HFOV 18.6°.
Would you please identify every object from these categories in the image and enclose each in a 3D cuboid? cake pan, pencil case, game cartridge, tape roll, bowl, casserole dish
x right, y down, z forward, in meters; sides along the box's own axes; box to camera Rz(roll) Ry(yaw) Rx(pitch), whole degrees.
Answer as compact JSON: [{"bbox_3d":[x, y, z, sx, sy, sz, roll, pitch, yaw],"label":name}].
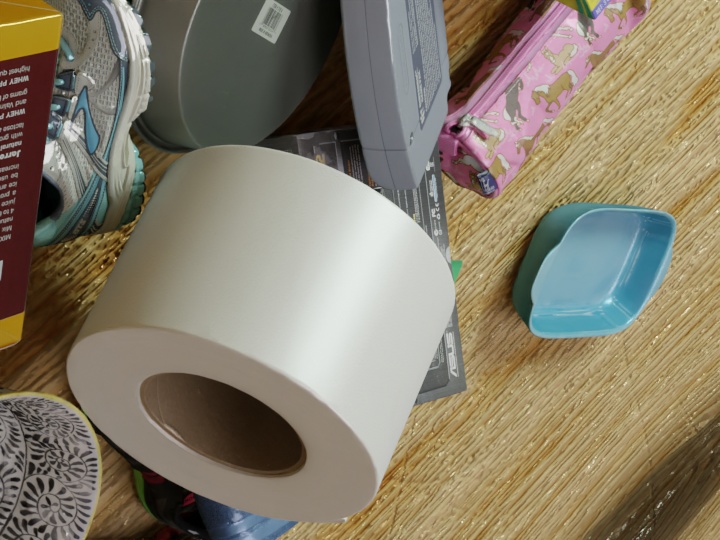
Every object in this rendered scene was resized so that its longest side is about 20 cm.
[{"bbox_3d":[-0.070,-0.158,1.367,0.200,0.037,0.201,-43,148,-35],"label":"cake pan"},{"bbox_3d":[0.126,-0.147,1.613,0.083,0.086,0.200,45,78,-24],"label":"pencil case"},{"bbox_3d":[0.023,-0.161,1.440,0.133,0.041,0.200,-73,160,-52],"label":"game cartridge"},{"bbox_3d":[-0.058,0.040,1.327,0.203,0.202,0.139,69,37,-51],"label":"tape roll"},{"bbox_3d":[-0.264,0.140,1.345,0.201,0.094,0.201,-32,140,-32],"label":"bowl"},{"bbox_3d":[0.192,-0.005,1.851,0.200,0.039,0.121,-1,117,-52],"label":"casserole dish"}]

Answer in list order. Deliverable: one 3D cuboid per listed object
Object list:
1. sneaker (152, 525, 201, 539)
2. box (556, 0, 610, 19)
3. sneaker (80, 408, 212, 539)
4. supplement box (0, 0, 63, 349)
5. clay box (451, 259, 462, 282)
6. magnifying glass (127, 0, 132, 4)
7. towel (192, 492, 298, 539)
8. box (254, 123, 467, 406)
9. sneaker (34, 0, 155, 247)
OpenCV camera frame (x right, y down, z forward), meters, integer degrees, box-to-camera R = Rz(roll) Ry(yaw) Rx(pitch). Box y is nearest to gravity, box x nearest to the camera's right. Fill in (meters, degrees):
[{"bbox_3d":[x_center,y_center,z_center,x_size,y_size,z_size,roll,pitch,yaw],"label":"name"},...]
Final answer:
[{"bbox_3d":[-0.128,0.227,1.586,0.200,0.098,0.071,-16,128,-46],"label":"sneaker"},{"bbox_3d":[0.149,-0.270,1.456,0.117,0.048,0.200,-51,144,-9],"label":"box"},{"bbox_3d":[-0.127,0.120,1.510,0.077,0.084,0.200,-47,145,-15],"label":"sneaker"},{"bbox_3d":[-0.280,-0.052,1.132,0.197,0.133,0.200,-19,131,-43],"label":"supplement box"},{"bbox_3d":[-0.013,0.028,1.609,0.200,0.048,0.115,6,111,-54],"label":"clay box"},{"bbox_3d":[-0.141,-0.200,1.286,0.080,0.022,0.200,-56,146,-1],"label":"magnifying glass"},{"bbox_3d":[-0.086,0.084,1.477,0.112,0.048,0.200,-26,105,-48],"label":"towel"},{"bbox_3d":[0.000,0.000,1.514,0.158,0.048,0.201,-13,96,-51],"label":"box"},{"bbox_3d":[-0.173,-0.093,1.286,0.086,0.078,0.200,-27,136,-31],"label":"sneaker"}]
